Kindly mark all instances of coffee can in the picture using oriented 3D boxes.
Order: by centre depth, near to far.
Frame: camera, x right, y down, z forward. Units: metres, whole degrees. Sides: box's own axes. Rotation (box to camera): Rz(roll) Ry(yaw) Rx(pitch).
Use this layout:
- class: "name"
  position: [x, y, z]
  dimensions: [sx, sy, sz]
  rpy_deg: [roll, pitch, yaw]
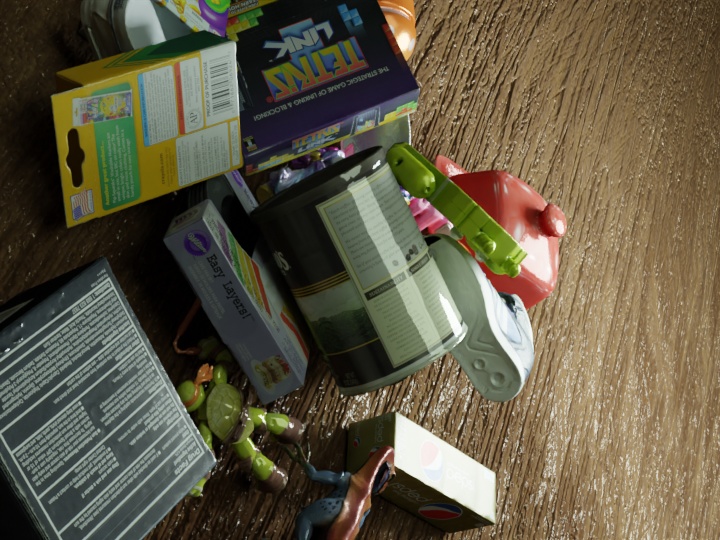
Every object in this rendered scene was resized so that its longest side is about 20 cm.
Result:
- class: "coffee can"
  position: [0.000, 0.000, 1.447]
  dimensions: [0.146, 0.145, 0.202]
  rpy_deg: [-39, 105, -55]

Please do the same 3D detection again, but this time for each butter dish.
- class: "butter dish"
  position: [0.192, -0.043, 1.863]
  dimensions: [0.199, 0.147, 0.202]
  rpy_deg: [33, 48, -44]

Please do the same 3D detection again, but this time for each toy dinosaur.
- class: "toy dinosaur"
  position: [-0.010, 0.244, 1.436]
  dimensions: [0.181, 0.199, 0.106]
  rpy_deg: [-37, 124, -23]

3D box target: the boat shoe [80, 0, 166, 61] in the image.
- class: "boat shoe"
  position: [-0.216, -0.176, 1.405]
  dimensions: [0.201, 0.069, 0.071]
  rpy_deg: [72, 32, -41]

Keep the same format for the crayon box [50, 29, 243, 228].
- class: "crayon box"
  position: [-0.202, -0.132, 1.337]
  dimensions: [0.199, 0.051, 0.127]
  rpy_deg: [-24, 124, -37]

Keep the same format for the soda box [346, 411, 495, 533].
- class: "soda box"
  position: [0.069, 0.225, 1.621]
  dimensions: [0.199, 0.067, 0.065]
  rpy_deg: [36, 47, -42]

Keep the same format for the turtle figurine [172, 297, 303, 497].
- class: "turtle figurine"
  position: [-0.122, 0.133, 1.393]
  dimensions: [0.161, 0.064, 0.202]
  rpy_deg: [38, 46, -40]

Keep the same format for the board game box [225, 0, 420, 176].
- class: "board game box"
  position: [-0.061, -0.211, 1.522]
  dimensions: [0.057, 0.198, 0.167]
  rpy_deg: [99, -33, -69]

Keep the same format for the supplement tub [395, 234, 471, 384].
- class: "supplement tub"
  position: [0.051, 0.037, 1.641]
  dimensions: [0.200, 0.121, 0.124]
  rpy_deg: [-38, 105, -56]

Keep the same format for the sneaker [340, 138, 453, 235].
- class: "sneaker"
  position: [0.040, -0.107, 1.759]
  dimensions: [0.201, 0.078, 0.096]
  rpy_deg: [56, 14, -23]

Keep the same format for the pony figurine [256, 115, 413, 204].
- class: "pony figurine"
  position: [-0.024, -0.099, 1.597]
  dimensions: [0.200, 0.165, 0.195]
  rpy_deg: [-39, 119, -43]

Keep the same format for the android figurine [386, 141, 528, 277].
- class: "android figurine"
  position: [0.099, -0.059, 1.500]
  dimensions: [0.182, 0.041, 0.200]
  rpy_deg: [39, 7, -42]

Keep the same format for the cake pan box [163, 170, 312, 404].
- class: "cake pan box"
  position: [-0.114, 0.002, 1.431]
  dimensions: [0.201, 0.052, 0.185]
  rpy_deg: [60, 12, -17]

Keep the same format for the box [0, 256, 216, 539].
- class: "box"
  position: [-0.248, 0.131, 1.158]
  dimensions: [0.200, 0.122, 0.200]
  rpy_deg: [62, 36, -11]

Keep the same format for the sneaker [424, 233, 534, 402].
- class: "sneaker"
  position: [0.122, 0.036, 1.585]
  dimensions: [0.202, 0.080, 0.147]
  rpy_deg: [60, 18, -10]

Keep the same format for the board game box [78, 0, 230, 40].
- class: "board game box"
  position: [-0.194, -0.304, 1.470]
  dimensions: [0.105, 0.102, 0.202]
  rpy_deg: [37, 46, -40]

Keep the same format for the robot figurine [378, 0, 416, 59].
- class: "robot figurine"
  position: [0.009, -0.318, 1.761]
  dimensions: [0.144, 0.115, 0.203]
  rpy_deg: [104, -18, -68]
